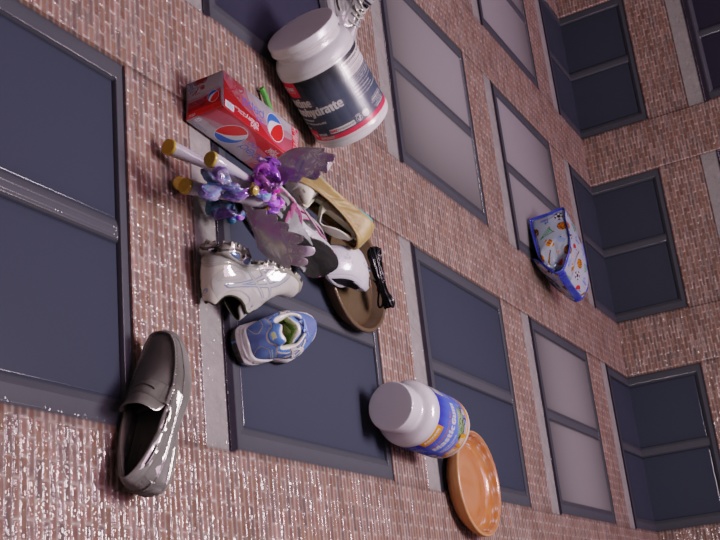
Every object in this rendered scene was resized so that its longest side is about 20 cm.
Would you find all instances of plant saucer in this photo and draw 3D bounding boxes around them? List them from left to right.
[{"bbox_3d":[-0.014,0.010,1.842,0.200,0.029,0.200,41,42,-50],"label":"plant saucer"},{"bbox_3d":[0.212,0.406,2.069,0.200,0.037,0.200,40,42,-49],"label":"plant saucer"}]

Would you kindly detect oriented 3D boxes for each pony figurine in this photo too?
[{"bbox_3d":[-0.146,-0.108,1.454,0.200,0.193,0.167,19,90,-44],"label":"pony figurine"}]

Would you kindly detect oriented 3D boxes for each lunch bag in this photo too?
[{"bbox_3d":[0.531,-0.033,2.887,0.170,0.124,0.200,45,30,-48],"label":"lunch bag"}]

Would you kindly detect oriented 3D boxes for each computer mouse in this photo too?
[{"bbox_3d":[0.000,0.000,1.792,0.200,0.044,0.110,17,61,-61],"label":"computer mouse"}]

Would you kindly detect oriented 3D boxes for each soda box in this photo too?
[{"bbox_3d":[-0.171,-0.212,1.597,0.200,0.070,0.063,35,45,-53],"label":"soda box"}]

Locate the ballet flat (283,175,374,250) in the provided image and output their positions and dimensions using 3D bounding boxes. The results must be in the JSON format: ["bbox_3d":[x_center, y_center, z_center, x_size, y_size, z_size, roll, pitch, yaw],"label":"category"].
[{"bbox_3d":[-0.063,-0.106,1.717,0.200,0.069,0.063,37,58,-13],"label":"ballet flat"}]

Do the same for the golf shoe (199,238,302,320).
[{"bbox_3d":[-0.157,0.025,1.510,0.200,0.078,0.097,23,72,-53],"label":"golf shoe"}]

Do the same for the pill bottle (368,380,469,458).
[{"bbox_3d":[0.097,0.248,1.832,0.200,0.112,0.112,31,49,-56],"label":"pill bottle"}]

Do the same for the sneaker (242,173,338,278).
[{"bbox_3d":[-0.115,-0.074,1.654,0.200,0.080,0.086,54,9,-34],"label":"sneaker"}]

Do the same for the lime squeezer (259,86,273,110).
[{"bbox_3d":[-0.120,-0.195,1.749,0.200,0.038,0.071,62,-4,-23],"label":"lime squeezer"}]

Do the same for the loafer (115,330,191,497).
[{"bbox_3d":[-0.239,0.156,1.243,0.070,0.070,0.200,52,33,-55],"label":"loafer"}]

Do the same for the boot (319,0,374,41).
[{"bbox_3d":[-0.018,-0.484,2.041,0.074,0.095,0.200,-15,89,-65],"label":"boot"}]

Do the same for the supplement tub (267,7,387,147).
[{"bbox_3d":[-0.054,-0.320,1.819,0.200,0.140,0.140,58,29,-30],"label":"supplement tub"}]

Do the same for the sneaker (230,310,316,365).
[{"bbox_3d":[-0.104,0.094,1.549,0.200,0.077,0.076,-18,90,-67],"label":"sneaker"}]
